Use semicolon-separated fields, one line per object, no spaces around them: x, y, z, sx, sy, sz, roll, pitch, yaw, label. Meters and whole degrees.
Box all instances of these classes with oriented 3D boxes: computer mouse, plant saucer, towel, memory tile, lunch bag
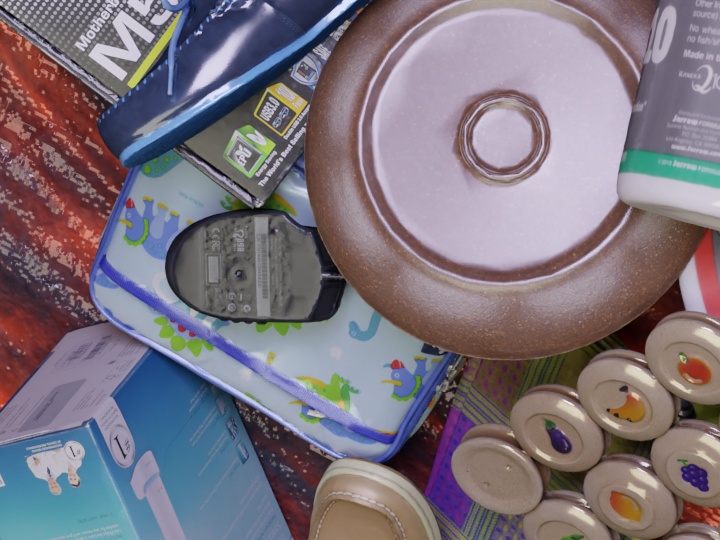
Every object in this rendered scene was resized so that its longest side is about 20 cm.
0.000;0.000;1.483;0.200;0.034;0.059;4;99;14;computer mouse
0.069;-0.059;1.406;0.200;0.037;0.201;-1;82;9;plant saucer
0.098;0.112;1.566;0.144;0.023;0.200;40;125;34;towel
0.147;0.103;1.449;0.153;0.017;0.200;45;137;-11;memory tile
-0.033;-0.001;1.558;0.200;0.082;0.161;33;124;3;lunch bag

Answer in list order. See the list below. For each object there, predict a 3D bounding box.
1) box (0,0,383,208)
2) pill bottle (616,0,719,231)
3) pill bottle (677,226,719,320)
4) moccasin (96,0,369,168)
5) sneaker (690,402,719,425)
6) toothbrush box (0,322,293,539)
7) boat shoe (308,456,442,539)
-0.067;-0.165;1.463;0.193;0.048;0.200;38;95;-3;box
0.188;-0.116;1.333;0.113;0.113;0.200;13;89;13;pill bottle
0.259;-0.009;1.405;0.200;0.116;0.116;-21;107;26;pill bottle
-0.049;-0.128;1.414;0.200;0.080;0.068;-39;90;-10;moccasin
0.265;0.074;1.504;0.200;0.076;0.105;-20;125;27;sneaker
-0.114;0.142;1.619;0.085;0.146;0.200;-15;111;26;toothbrush box
-0.001;0.180;1.607;0.074;0.066;0.200;16;140;14;boat shoe
